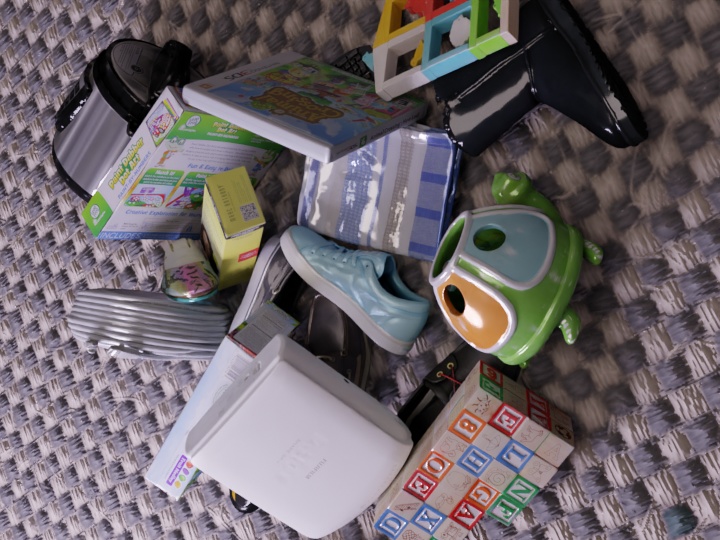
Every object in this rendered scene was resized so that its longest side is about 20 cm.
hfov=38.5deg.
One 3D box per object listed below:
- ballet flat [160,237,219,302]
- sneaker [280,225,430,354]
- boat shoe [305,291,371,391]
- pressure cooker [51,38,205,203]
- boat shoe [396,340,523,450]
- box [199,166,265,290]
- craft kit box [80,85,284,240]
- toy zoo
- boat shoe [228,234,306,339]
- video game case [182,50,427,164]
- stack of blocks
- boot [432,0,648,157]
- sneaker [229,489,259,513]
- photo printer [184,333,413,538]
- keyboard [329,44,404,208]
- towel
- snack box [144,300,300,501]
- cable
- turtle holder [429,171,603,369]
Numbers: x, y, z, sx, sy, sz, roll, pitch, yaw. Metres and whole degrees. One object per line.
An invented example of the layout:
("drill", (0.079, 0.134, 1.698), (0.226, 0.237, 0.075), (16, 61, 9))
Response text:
("ballet flat", (-0.211, -0.003, 1.243), (0.200, 0.068, 0.072), (-170, 71, -78))
("sneaker", (0.000, 0.000, 1.155), (0.200, 0.074, 0.082), (40, 114, 14))
("boat shoe", (-0.033, 0.122, 1.179), (0.074, 0.073, 0.203), (-7, 88, 34))
("pressure cooker", (-0.264, -0.186, 1.267), (0.200, 0.178, 0.176), (-49, 66, 29))
("boat shoe", (0.104, 0.130, 1.093), (0.074, 0.063, 0.202), (48, 115, 26))
("box", (-0.151, -0.044, 1.199), (0.200, 0.050, 0.076), (118, 131, -68))
("craft kit box", (-0.196, -0.117, 1.208), (0.198, 0.199, 0.049), (-46, 66, 26))
("toy zoo", (0.079, -0.258, 1.081), (0.199, 0.020, 0.133), (-17, 55, 38))
("boat shoe", (-0.104, 0.061, 1.235), (0.066, 0.070, 0.202), (25, 98, 32))
("video game case", (-0.057, -0.181, 1.103), (0.199, 0.182, 0.022), (26, 126, 27))
("stack of blocks", (0.114, 0.207, 1.058), (0.115, 0.059, 0.201), (32, 112, -6))
("boot", (0.171, -0.162, 1.024), (0.168, 0.076, 0.201), (-38, 64, 26))
("sneaker", (-0.125, 0.209, 1.235), (0.070, 0.090, 0.201), (38, 111, 27))
("photo printer", (-0.056, 0.181, 1.068), (0.166, 0.199, 0.070), (-46, 22, 15))
("keyboard", (0.002, -0.147, 1.178), (0.127, 0.021, 0.202), (-35, 72, 30))
("towel", (0.016, -0.098, 1.145), (0.198, 0.024, 0.149), (16, 101, 32))
("snack box", (-0.153, 0.143, 1.159), (0.053, 0.142, 0.201), (34, 108, 5))
("cable", (-0.255, 0.063, 1.256), (0.199, 0.198, 0.070), (10, 92, 57))
("turtle holder", (0.147, -0.010, 0.991), (0.131, 0.141, 0.187), (27, 83, -9))
